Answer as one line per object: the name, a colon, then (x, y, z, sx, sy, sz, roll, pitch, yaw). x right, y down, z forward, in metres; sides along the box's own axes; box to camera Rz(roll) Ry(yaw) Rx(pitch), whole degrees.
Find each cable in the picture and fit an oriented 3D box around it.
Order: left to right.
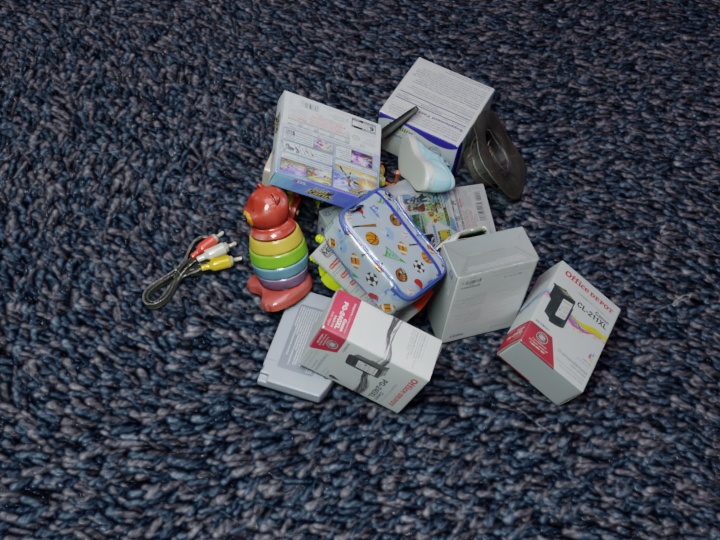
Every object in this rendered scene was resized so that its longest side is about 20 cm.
cable: (-0.319, -0.009, 1.710, 0.198, 0.051, 0.097, -28, 63, -25)

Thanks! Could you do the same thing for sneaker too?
sneaker: (0.128, -0.200, 1.812, 0.081, 0.075, 0.201, 10, 31, -20)
sneaker: (0.155, -0.022, 1.697, 0.199, 0.089, 0.074, -40, 86, -20)

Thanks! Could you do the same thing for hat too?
hat: (0.257, -0.220, 1.897, 0.080, 0.200, 0.203, -25, 48, 32)

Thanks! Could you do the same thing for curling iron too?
curling iron: (0.041, -0.259, 1.874, 0.199, 0.025, 0.050, -38, 48, 19)

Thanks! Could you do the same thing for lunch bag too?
lunch bag: (0.043, -0.039, 1.544, 0.160, 0.075, 0.201, -33, 84, -44)

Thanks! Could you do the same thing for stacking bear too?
stacking bear: (-0.152, -0.052, 1.646, 0.112, 0.203, 0.121, -21, 33, -19)

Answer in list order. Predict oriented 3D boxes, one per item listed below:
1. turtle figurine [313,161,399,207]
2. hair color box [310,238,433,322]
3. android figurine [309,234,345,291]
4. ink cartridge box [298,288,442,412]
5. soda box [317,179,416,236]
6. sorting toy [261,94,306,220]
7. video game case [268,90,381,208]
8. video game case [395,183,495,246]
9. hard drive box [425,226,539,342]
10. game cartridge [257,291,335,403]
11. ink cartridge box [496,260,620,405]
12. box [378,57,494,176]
turtle figurine: (-0.012, -0.175, 1.790, 0.159, 0.200, 0.065, -21, 100, -16)
hair color box: (0.019, 0.006, 1.616, 0.200, 0.101, 0.061, 44, 47, -3)
android figurine: (0.000, 0.000, 1.701, 0.198, 0.041, 0.184, 26, 51, -16)
ink cartridge box: (0.016, 0.136, 1.550, 0.198, 0.146, 0.084, 27, 54, -6)
soda box: (0.017, -0.103, 1.801, 0.197, 0.069, 0.064, -21, 59, -20)
sorting toy: (-0.127, -0.185, 1.769, 0.069, 0.200, 0.202, 18, 54, 1)
video game case: (-0.060, -0.209, 1.673, 0.197, 0.045, 0.184, 16, 55, -20)
video game case: (0.172, -0.057, 1.769, 0.179, 0.022, 0.203, -9, 75, -16)
hard drive box: (0.209, 0.029, 1.642, 0.153, 0.201, 0.078, -12, 54, -16)
game cartridge: (-0.087, 0.132, 1.640, 0.131, 0.041, 0.202, 14, 54, 9)
ink cartridge box: (0.350, 0.106, 1.645, 0.145, 0.083, 0.201, 38, 57, -4)
box: (0.155, -0.317, 1.950, 0.182, 0.106, 0.201, 25, 55, 13)
